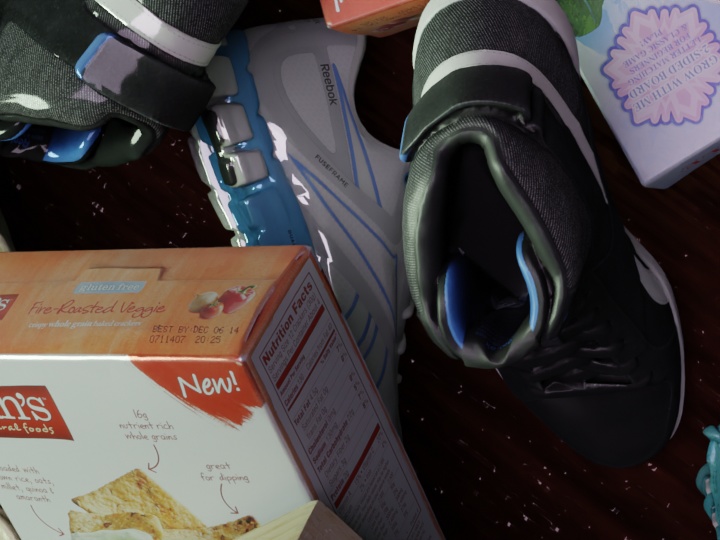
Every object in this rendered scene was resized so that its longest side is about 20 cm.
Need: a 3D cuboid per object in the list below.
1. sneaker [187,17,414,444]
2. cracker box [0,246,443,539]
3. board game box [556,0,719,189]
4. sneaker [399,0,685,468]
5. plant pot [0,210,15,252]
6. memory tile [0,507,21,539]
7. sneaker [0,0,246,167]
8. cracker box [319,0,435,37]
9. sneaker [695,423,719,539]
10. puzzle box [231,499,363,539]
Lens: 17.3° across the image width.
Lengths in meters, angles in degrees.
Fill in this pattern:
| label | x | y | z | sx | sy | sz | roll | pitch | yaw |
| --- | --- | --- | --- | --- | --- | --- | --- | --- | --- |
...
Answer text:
| label | x | y | z | sx | sy | sz | roll | pitch | yaw |
| --- | --- | --- | --- | --- | --- | --- | --- | --- | --- |
| sneaker | 0.000 | 0.000 | 0.869 | 0.086 | 0.075 | 0.202 | -19 | 101 | -15 |
| cracker box | -0.049 | 0.085 | 0.819 | 0.133 | 0.058 | 0.201 | -1 | 129 | 31 |
| board game box | 0.136 | -0.164 | 0.813 | 0.199 | 0.041 | 0.201 | -32 | 82 | 17 |
| sneaker | 0.055 | 0.014 | 0.783 | 0.072 | 0.112 | 0.201 | -11 | 125 | 19 |
| plant pot | -0.233 | -0.023 | 0.895 | 0.200 | 0.200 | 0.135 | -32 | 46 | 16 |
| memory tile | -0.140 | 0.206 | 0.949 | 0.153 | 0.017 | 0.200 | -44 | 80 | 15 |
| sneaker | -0.119 | -0.101 | 0.845 | 0.200 | 0.073 | 0.113 | 29 | 94 | 51 |
| cracker box | 0.031 | -0.194 | 0.797 | 0.133 | 0.058 | 0.202 | -17 | 87 | 20 |
| sneaker | 0.149 | 0.081 | 0.790 | 0.079 | 0.078 | 0.201 | 8 | 55 | 27 |
| puzzle box | -0.032 | 0.156 | 0.804 | 0.133 | 0.025 | 0.199 | 45 | 137 | -16 |
